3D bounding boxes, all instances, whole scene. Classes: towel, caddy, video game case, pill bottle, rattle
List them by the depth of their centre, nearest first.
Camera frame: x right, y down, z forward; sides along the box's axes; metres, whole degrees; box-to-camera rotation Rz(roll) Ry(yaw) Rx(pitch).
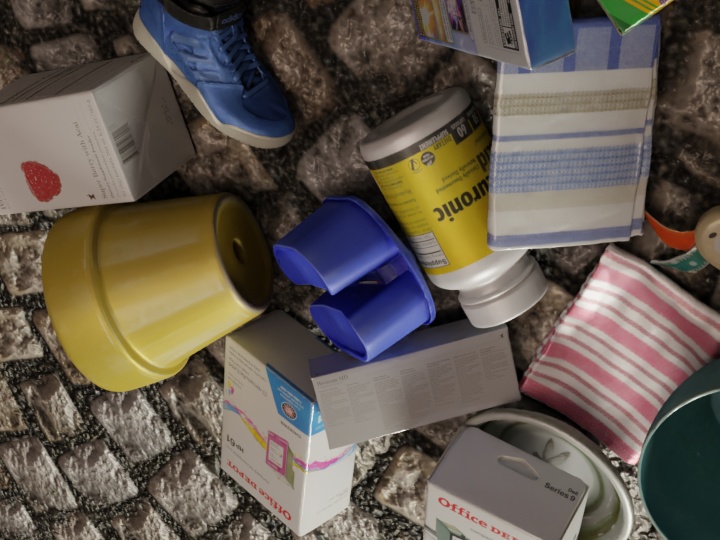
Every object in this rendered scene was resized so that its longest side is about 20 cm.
[{"bbox_3d":[0.077,-0.259,0.811,0.181,0.045,0.202,37,146,61],"label":"video game case"},{"bbox_3d":[0.319,0.009,0.914,0.197,0.144,0.131,12,142,16],"label":"rattle"},{"bbox_3d":[0.176,-0.112,0.933,0.145,0.024,0.203,-6,116,-10],"label":"towel"},{"bbox_3d":[0.091,-0.054,1.018,0.110,0.111,0.202,-19,108,36],"label":"pill bottle"},{"bbox_3d":[0.250,0.085,1.063,0.145,0.030,0.201,33,130,8],"label":"towel"},{"bbox_3d":[0.000,0.000,1.070,0.142,0.104,0.200,58,167,-13],"label":"caddy"}]

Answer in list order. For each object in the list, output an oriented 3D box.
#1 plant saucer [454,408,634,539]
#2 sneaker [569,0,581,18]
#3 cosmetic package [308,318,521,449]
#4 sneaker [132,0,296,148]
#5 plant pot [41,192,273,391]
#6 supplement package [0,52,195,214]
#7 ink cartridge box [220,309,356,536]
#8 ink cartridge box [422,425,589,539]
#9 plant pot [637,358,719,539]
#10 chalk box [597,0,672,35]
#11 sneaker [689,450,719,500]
[{"bbox_3d":[0.191,0.206,1.146,0.198,0.050,0.202,23,139,22],"label":"plant saucer"},{"bbox_3d":[0.111,-0.281,0.906,0.089,0.067,0.202,8,131,46],"label":"sneaker"},{"bbox_3d":[0.053,0.107,1.113,0.197,0.051,0.084,-14,113,-1],"label":"cosmetic package"},{"bbox_3d":[-0.128,-0.213,1.067,0.200,0.077,0.111,46,140,6],"label":"sneaker"},{"bbox_3d":[-0.201,0.007,1.183,0.187,0.201,0.203,-18,110,19],"label":"plant pot"},{"bbox_3d":[-0.299,-0.142,1.180,0.198,0.120,0.123,-3,118,31],"label":"supplement package"},{"bbox_3d":[-0.079,0.171,1.246,0.144,0.084,0.202,33,133,33],"label":"ink cartridge box"},{"bbox_3d":[0.141,0.274,1.144,0.145,0.084,0.202,22,139,22],"label":"ink cartridge box"},{"bbox_3d":[0.349,0.150,0.973,0.197,0.135,0.203,9,119,17],"label":"plant pot"},{"bbox_3d":[0.193,-0.300,0.802,0.123,0.125,0.201,-30,102,39],"label":"chalk box"},{"bbox_3d":[0.357,0.253,1.092,0.201,0.074,0.087,55,141,-3],"label":"sneaker"}]
